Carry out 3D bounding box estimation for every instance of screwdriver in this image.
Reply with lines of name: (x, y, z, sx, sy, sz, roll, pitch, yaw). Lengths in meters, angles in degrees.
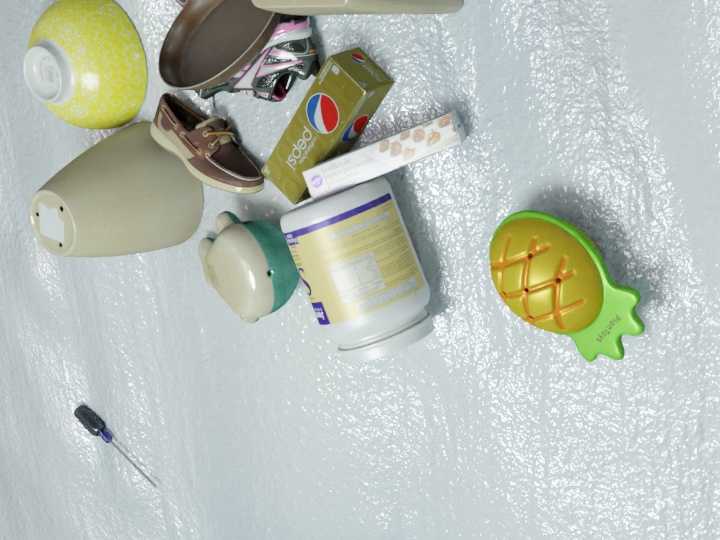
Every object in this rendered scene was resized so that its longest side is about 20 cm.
screwdriver: (-0.403, 0.294, 1.993, 0.200, 0.028, 0.029, 42, 159, 15)

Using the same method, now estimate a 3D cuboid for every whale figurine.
whale figurine: (-0.153, -0.009, 1.647, 0.200, 0.103, 0.160, 7, 115, 62)

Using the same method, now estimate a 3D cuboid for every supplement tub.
supplement tub: (0.000, 0.000, 1.484, 0.145, 0.145, 0.201, -16, 98, 40)

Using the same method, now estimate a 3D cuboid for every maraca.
maraca: (0.226, 0.017, 1.343, 0.200, 0.107, 0.137, 42, 136, 16)

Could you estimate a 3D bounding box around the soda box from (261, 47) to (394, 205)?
soda box: (-0.043, -0.177, 1.498, 0.068, 0.064, 0.200, 46, 130, 13)

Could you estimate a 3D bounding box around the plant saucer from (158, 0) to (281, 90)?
plant saucer: (-0.167, -0.298, 1.490, 0.200, 0.201, 0.032, -7, 144, 39)

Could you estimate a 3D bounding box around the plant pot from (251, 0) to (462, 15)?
plant pot: (-0.023, -0.372, 1.327, 0.199, 0.177, 0.201, 8, 112, 35)

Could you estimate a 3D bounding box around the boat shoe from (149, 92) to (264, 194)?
boat shoe: (-0.204, -0.174, 1.620, 0.200, 0.072, 0.072, 38, 129, 27)

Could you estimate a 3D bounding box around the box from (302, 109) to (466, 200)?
box: (0.028, -0.137, 1.434, 0.199, 0.041, 0.039, -20, 97, 20)

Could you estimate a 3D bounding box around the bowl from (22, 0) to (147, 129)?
bowl: (-0.410, -0.286, 1.704, 0.200, 0.108, 0.201, 16, 118, 32)

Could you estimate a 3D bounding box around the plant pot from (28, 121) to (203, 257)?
plant pot: (-0.355, -0.093, 1.682, 0.187, 0.200, 0.188, 16, 118, 32)

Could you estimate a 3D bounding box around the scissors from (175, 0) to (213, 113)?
scissors: (-0.207, -0.311, 1.599, 0.073, 0.014, 0.201, -9, 101, 39)

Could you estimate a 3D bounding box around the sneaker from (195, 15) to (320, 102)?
sneaker: (-0.133, -0.248, 1.528, 0.200, 0.080, 0.087, -18, 99, 41)
